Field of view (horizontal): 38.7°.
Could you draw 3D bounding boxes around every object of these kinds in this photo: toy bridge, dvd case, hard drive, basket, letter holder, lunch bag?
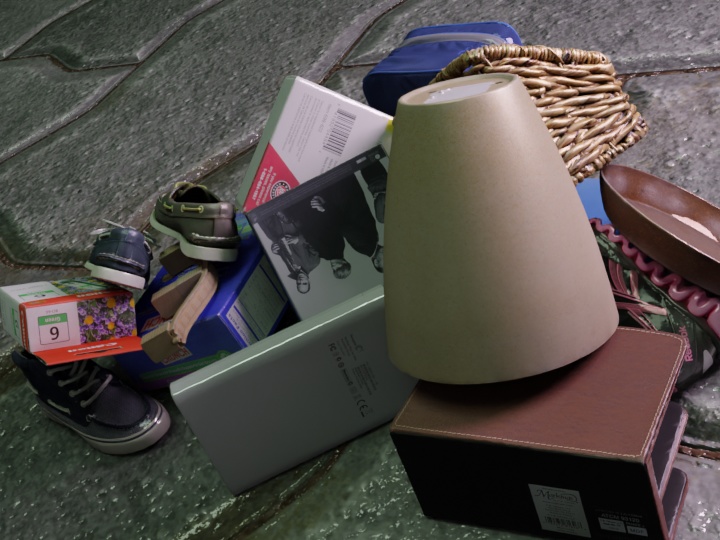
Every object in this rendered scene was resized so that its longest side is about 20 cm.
[{"bbox_3d":[-0.175,0.020,1.020,0.067,0.027,0.200,-30,26,9],"label":"toy bridge"},{"bbox_3d":[0.000,0.000,0.986,0.150,0.200,0.025,-27,-2,-6],"label":"dvd case"},{"bbox_3d":[-0.048,0.107,0.901,0.200,0.132,0.026,-25,34,-2],"label":"hard drive"},{"bbox_3d":[0.148,-0.141,0.940,0.143,0.149,0.200,-35,1,-20],"label":"basket"},{"bbox_3d":[0.149,0.119,0.797,0.200,0.101,0.142,1,39,33],"label":"letter holder"},{"bbox_3d":[0.110,-0.220,1.256,0.200,0.136,0.132,9,45,41],"label":"lunch bag"}]

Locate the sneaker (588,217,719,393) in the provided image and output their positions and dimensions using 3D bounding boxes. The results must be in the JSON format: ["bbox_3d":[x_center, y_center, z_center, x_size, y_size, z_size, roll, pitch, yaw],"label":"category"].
[{"bbox_3d":[0.219,0.029,0.876,0.095,0.079,0.200,-47,57,-6],"label":"sneaker"}]

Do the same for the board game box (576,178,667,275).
[{"bbox_3d":[0.210,-0.012,0.998,0.158,0.039,0.200,-10,41,12],"label":"board game box"}]

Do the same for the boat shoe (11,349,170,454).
[{"bbox_3d":[-0.286,0.123,1.059,0.200,0.093,0.075,8,45,39],"label":"boat shoe"}]

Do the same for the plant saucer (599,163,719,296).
[{"bbox_3d":[0.287,-0.027,0.882,0.035,0.200,0.200,-62,26,22],"label":"plant saucer"}]

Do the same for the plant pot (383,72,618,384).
[{"bbox_3d":[0.094,-0.044,0.795,0.187,0.201,0.187,-11,19,4],"label":"plant pot"}]

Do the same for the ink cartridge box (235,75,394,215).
[{"bbox_3d":[-0.008,-0.093,1.052,0.146,0.200,0.083,-67,15,5],"label":"ink cartridge box"}]

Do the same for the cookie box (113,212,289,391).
[{"bbox_3d":[-0.153,0.024,1.106,0.171,0.075,0.200,-15,32,35],"label":"cookie box"}]

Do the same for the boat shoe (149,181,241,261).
[{"bbox_3d":[-0.174,-0.060,1.085,0.072,0.060,0.202,2,14,-25],"label":"boat shoe"}]

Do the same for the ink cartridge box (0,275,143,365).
[{"bbox_3d":[-0.288,0.046,1.032,0.109,0.051,0.200,-8,11,-28],"label":"ink cartridge box"}]

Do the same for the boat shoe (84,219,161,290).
[{"bbox_3d":[-0.252,-0.018,1.079,0.200,0.075,0.062,180,106,-80],"label":"boat shoe"}]
